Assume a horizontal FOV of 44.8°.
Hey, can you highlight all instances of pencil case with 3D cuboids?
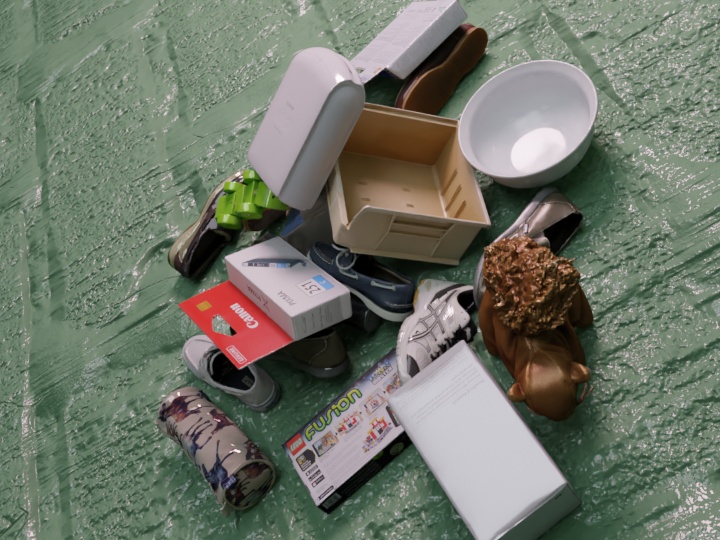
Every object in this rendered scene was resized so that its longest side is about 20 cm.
[{"bbox_3d":[-0.205,0.241,1.199,0.089,0.079,0.199,-35,46,-22],"label":"pencil case"}]

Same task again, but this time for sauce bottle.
[{"bbox_3d":[-0.062,0.043,1.259,0.198,0.065,0.065,15,67,34],"label":"sauce bottle"}]

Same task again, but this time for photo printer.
[{"bbox_3d":[-0.073,-0.206,1.210,0.202,0.069,0.167,-61,34,16],"label":"photo printer"}]

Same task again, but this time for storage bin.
[{"bbox_3d":[0.055,-0.123,1.217,0.094,0.195,0.202,121,149,-46],"label":"storage bin"}]

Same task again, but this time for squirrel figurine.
[{"bbox_3d":[0.196,0.067,0.996,0.139,0.202,0.188,-12,33,14],"label":"squirrel figurine"}]

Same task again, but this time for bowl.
[{"bbox_3d":[0.243,-0.188,1.224,0.198,0.091,0.204,-15,53,21],"label":"bowl"}]

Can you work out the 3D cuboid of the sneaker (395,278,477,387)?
[{"bbox_3d":[0.102,0.082,1.112,0.086,0.076,0.202,1,43,19],"label":"sneaker"}]

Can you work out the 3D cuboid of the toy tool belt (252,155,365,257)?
[{"bbox_3d":[-0.067,-0.088,1.324,0.199,0.124,0.124,-33,31,38],"label":"toy tool belt"}]

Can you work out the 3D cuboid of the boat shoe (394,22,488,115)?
[{"bbox_3d":[0.120,-0.316,1.396,0.200,0.071,0.070,-47,45,-15],"label":"boat shoe"}]

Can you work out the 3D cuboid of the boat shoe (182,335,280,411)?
[{"bbox_3d":[-0.202,0.140,1.273,0.199,0.066,0.072,31,77,39],"label":"boat shoe"}]

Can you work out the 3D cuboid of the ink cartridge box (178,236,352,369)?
[{"bbox_3d":[-0.135,0.036,1.186,0.174,0.045,0.199,-24,35,-26],"label":"ink cartridge box"}]

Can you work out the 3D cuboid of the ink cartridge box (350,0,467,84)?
[{"bbox_3d":[0.059,-0.360,1.426,0.200,0.041,0.200,-42,23,-2],"label":"ink cartridge box"}]

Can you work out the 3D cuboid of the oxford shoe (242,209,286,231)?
[{"bbox_3d":[-0.107,-0.132,1.400,0.200,0.071,0.073,-48,54,-7],"label":"oxford shoe"}]

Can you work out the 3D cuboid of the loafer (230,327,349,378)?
[{"bbox_3d":[-0.100,0.086,1.226,0.197,0.071,0.075,15,31,28],"label":"loafer"}]

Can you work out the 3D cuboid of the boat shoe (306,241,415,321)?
[{"bbox_3d":[0.000,0.000,1.215,0.074,0.063,0.199,-14,35,-37],"label":"boat shoe"}]

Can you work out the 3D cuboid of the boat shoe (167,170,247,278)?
[{"bbox_3d":[-0.231,-0.070,1.433,0.065,0.073,0.201,38,92,36],"label":"boat shoe"}]

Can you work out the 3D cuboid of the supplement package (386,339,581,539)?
[{"bbox_3d":[0.139,0.204,0.986,0.117,0.117,0.201,-37,58,3],"label":"supplement package"}]

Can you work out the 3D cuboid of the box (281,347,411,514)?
[{"bbox_3d":[0.002,0.206,1.135,0.199,0.035,0.110,-40,49,0],"label":"box"}]

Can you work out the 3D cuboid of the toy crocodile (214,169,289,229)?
[{"bbox_3d":[-0.169,-0.102,1.318,0.199,0.061,0.069,-13,65,58],"label":"toy crocodile"}]

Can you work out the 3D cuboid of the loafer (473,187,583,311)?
[{"bbox_3d":[0.219,-0.023,1.137,0.069,0.075,0.201,26,75,43],"label":"loafer"}]
